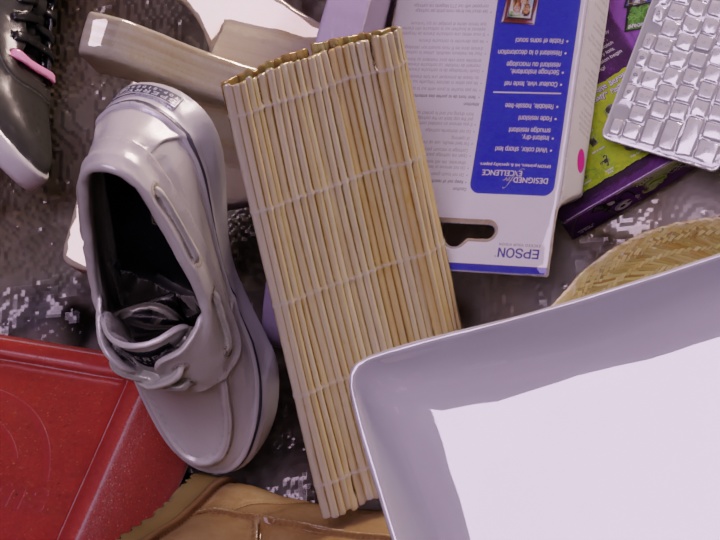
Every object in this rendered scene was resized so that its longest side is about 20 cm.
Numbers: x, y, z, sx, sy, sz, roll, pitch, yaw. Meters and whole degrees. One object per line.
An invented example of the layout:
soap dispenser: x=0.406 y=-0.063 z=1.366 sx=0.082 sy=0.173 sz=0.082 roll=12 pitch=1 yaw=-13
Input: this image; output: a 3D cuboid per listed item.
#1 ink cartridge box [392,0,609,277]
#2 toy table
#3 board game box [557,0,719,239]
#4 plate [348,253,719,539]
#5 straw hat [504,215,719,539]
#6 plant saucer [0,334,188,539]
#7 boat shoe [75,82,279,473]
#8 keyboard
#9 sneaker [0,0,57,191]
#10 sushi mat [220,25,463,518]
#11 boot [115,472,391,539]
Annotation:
ink cartridge box: x=0.060 y=-0.092 z=1.312 sx=0.094 sy=0.037 sz=0.201 roll=3 pitch=73 yaw=24
toy table: x=-0.057 y=-0.075 z=1.305 sx=0.117 sy=0.184 sz=0.201 roll=13 pitch=74 yaw=6
board game box: x=0.154 y=-0.114 z=1.324 sx=0.199 sy=0.032 sz=0.120 roll=-30 pitch=69 yaw=6
plate: x=0.114 y=0.107 z=1.165 sx=0.199 sy=0.032 sz=0.201 roll=-16 pitch=78 yaw=4
straw hat: x=0.162 y=0.081 z=1.223 sx=0.200 sy=0.085 sz=0.202 roll=-1 pitch=81 yaw=9
plant saucer: x=-0.188 y=0.103 z=1.316 sx=0.199 sy=0.037 sz=0.201 roll=9 pitch=54 yaw=20
boat shoe: x=-0.083 y=0.018 z=1.239 sx=0.072 sy=0.201 sz=0.066 roll=12 pitch=41 yaw=19
keyboard: x=0.169 y=-0.142 z=1.309 sx=0.056 sy=0.011 sz=0.201 roll=16 pitch=76 yaw=22
sneaker: x=-0.161 y=-0.140 z=1.406 sx=0.099 sy=0.071 sz=0.201 roll=-26 pitch=62 yaw=13
sushi mat: x=0.000 y=0.000 z=1.243 sx=0.095 sy=0.201 sz=0.012 roll=-22 pitch=18 yaw=-30
boot: x=-0.006 y=0.145 z=1.224 sx=0.199 sy=0.066 sz=0.175 roll=7 pitch=32 yaw=20
